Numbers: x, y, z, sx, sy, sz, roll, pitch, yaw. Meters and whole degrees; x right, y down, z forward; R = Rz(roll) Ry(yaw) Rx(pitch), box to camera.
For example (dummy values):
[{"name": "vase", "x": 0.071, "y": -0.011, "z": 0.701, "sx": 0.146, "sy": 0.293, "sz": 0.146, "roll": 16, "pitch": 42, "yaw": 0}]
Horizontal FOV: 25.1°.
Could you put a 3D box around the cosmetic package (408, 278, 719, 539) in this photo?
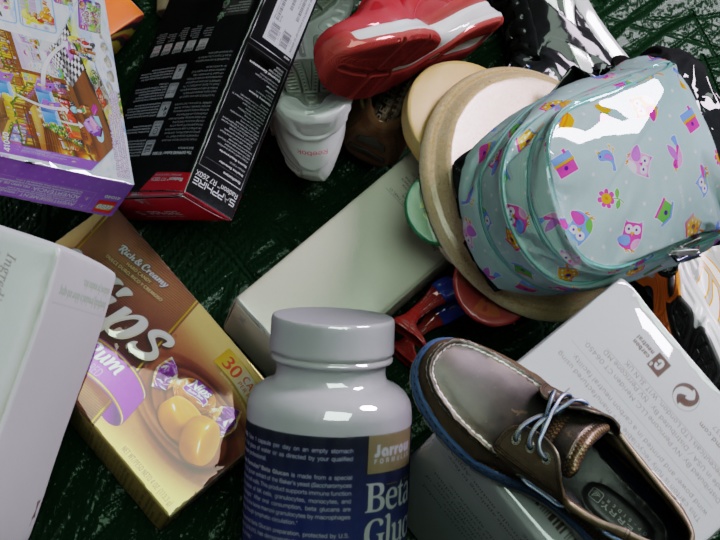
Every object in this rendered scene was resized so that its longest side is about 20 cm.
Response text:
[{"name": "cosmetic package", "x": 0.141, "y": 0.141, "z": 1.094, "sx": 0.165, "sy": 0.200, "sz": 0.165, "roll": -37, "pitch": 82, "yaw": -22}]

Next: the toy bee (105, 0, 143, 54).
[{"name": "toy bee", "x": -0.248, "y": -0.140, "z": 1.165, "sx": 0.199, "sy": 0.109, "sz": 0.131, "roll": -12, "pitch": 65, "yaw": -45}]

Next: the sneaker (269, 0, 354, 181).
[{"name": "sneaker", "x": -0.045, "y": -0.145, "z": 1.222, "sx": 0.077, "sy": 0.100, "sz": 0.201, "roll": 3, "pitch": 44, "yaw": -2}]

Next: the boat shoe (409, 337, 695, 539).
[{"name": "boat shoe", "x": 0.119, "y": 0.102, "z": 0.954, "sx": 0.200, "sy": 0.072, "sz": 0.072, "roll": 37, "pitch": 68, "yaw": 2}]

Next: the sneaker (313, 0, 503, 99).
[{"name": "sneaker", "x": 0.011, "y": -0.195, "z": 1.154, "sx": 0.116, "sy": 0.078, "sz": 0.200, "roll": 56, "pitch": 34, "yaw": 9}]

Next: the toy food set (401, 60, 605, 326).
[{"name": "toy food set", "x": 0.120, "y": -0.053, "z": 1.169, "sx": 0.199, "sy": 0.049, "sz": 0.199, "roll": 9, "pitch": 68, "yaw": -27}]

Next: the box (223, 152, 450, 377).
[{"name": "box", "x": 0.000, "y": 0.000, "z": 1.182, "sx": 0.200, "sy": 0.068, "sz": 0.082, "roll": -39, "pitch": 84, "yaw": -23}]

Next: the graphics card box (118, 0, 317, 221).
[{"name": "graphics card box", "x": -0.109, "y": -0.132, "z": 1.150, "sx": 0.051, "sy": 0.125, "sz": 0.201, "roll": 30, "pitch": 72, "yaw": -37}]

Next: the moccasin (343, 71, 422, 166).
[{"name": "moccasin", "x": 0.041, "y": -0.177, "z": 1.248, "sx": 0.073, "sy": 0.078, "sz": 0.202, "roll": 30, "pitch": 59, "yaw": 0}]

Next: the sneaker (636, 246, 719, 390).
[{"name": "sneaker", "x": 0.267, "y": 0.017, "z": 1.243, "sx": 0.091, "sy": 0.076, "sz": 0.201, "roll": -17, "pitch": 76, "yaw": -24}]

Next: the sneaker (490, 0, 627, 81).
[{"name": "sneaker", "x": 0.128, "y": -0.186, "z": 1.279, "sx": 0.112, "sy": 0.073, "sz": 0.200, "roll": -35, "pitch": 83, "yaw": -24}]

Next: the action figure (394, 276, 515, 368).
[{"name": "action figure", "x": 0.106, "y": -0.001, "z": 1.213, "sx": 0.052, "sy": 0.066, "sz": 0.200, "roll": 36, "pitch": 65, "yaw": 25}]

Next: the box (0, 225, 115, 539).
[{"name": "box", "x": -0.271, "y": 0.060, "z": 0.986, "sx": 0.170, "sy": 0.199, "sz": 0.201, "roll": 19, "pitch": 86, "yaw": 2}]

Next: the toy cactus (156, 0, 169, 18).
[{"name": "toy cactus", "x": -0.123, "y": -0.275, "z": 1.248, "sx": 0.199, "sy": 0.102, "sz": 0.166, "roll": 13, "pitch": 77, "yaw": -18}]

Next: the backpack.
[{"name": "backpack", "x": 0.161, "y": -0.063, "z": 1.093, "sx": 0.199, "sy": 0.126, "sz": 0.168, "roll": -21, "pitch": 87, "yaw": -30}]

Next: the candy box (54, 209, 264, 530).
[{"name": "candy box", "x": -0.157, "y": 0.065, "z": 1.126, "sx": 0.117, "sy": 0.056, "sz": 0.200, "roll": -38, "pitch": 84, "yaw": -22}]

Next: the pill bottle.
[{"name": "pill bottle", "x": -0.022, "y": 0.129, "z": 1.066, "sx": 0.110, "sy": 0.111, "sz": 0.202, "roll": 0, "pitch": 98, "yaw": -14}]

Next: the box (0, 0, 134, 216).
[{"name": "box", "x": -0.229, "y": -0.136, "z": 1.063, "sx": 0.136, "sy": 0.039, "sz": 0.201, "roll": 12, "pitch": 49, "yaw": -33}]
